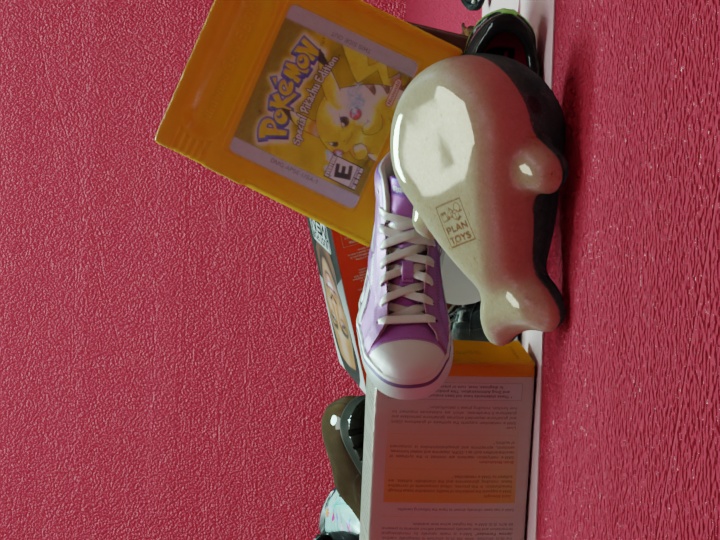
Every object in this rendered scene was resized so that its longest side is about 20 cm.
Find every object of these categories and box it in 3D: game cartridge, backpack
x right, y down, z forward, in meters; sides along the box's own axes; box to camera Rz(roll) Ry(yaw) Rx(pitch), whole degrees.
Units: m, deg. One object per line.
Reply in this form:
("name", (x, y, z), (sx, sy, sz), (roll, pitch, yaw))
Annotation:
("game cartridge", (-0.043, -0.140, 1.344), (0.032, 0.199, 0.177), (-61, -4, -78))
("backpack", (0.037, 0.274, 1.874), (0.200, 0.166, 0.127), (124, 153, -76))

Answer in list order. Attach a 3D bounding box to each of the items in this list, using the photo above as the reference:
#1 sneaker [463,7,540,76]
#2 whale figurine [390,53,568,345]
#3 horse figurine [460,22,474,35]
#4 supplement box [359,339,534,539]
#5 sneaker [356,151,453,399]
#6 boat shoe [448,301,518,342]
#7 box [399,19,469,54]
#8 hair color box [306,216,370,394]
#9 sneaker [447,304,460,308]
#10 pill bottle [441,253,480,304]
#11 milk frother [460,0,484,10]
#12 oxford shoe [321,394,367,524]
("sneaker", (0.101, -0.106, 1.302), (0.084, 0.076, 0.201), (16, -105, -88))
("whale figurine", (0.101, -0.053, 1.162), (0.159, 0.103, 0.201), (-24, 83, 54))
("horse figurine", (0.099, -0.176, 1.710), (0.200, 0.050, 0.133), (-63, -7, -75))
("supplement box", (0.065, 0.158, 1.312), (0.074, 0.125, 0.201), (-116, 29, -77))
("sneaker", (0.031, -0.008, 1.246), (0.115, 0.072, 0.201), (86, -177, -48))
("boat shoe", (0.094, 0.060, 1.464), (0.199, 0.068, 0.074), (-97, 10, -83))
("box", (0.035, -0.166, 1.410), (0.100, 0.199, 0.075), (109, 176, -86))
("hair color box", (0.000, 0.000, 1.497), (0.102, 0.061, 0.201), (-137, 32, -69))
("sneaker", (0.034, 0.030, 1.587), (0.201, 0.115, 0.078), (66, -160, -13))
("pill bottle", (0.081, -0.049, 1.443), (0.200, 0.104, 0.105), (-92, 4, -62))
("milk frother", (0.044, -0.341, 1.663), (0.181, 0.187, 0.201), (-89, 2, -57))
("oxford shoe", (0.024, 0.193, 1.403), (0.084, 0.072, 0.201), (-4, 109, 57))
